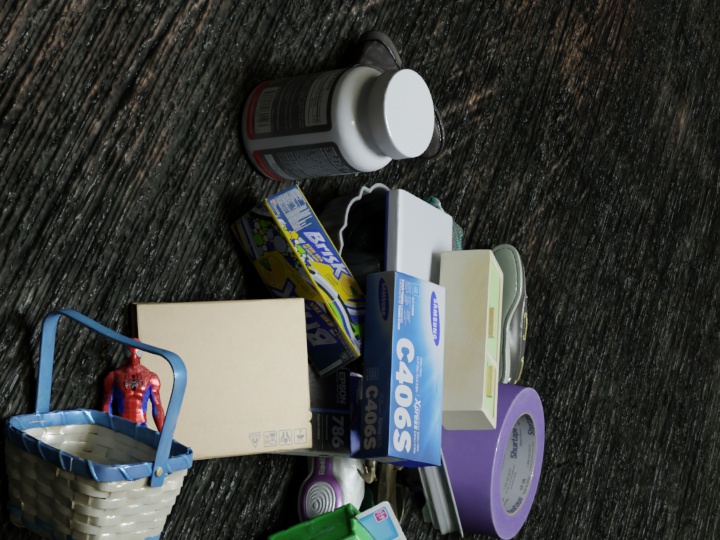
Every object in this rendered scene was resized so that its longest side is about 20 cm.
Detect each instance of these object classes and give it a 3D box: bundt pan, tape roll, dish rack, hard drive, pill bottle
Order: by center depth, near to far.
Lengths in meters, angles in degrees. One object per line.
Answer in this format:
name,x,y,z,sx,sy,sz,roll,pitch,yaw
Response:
pill bottle,-0.025,-0.164,1.618,0.115,0.198,0.117,4,85,-53
dish rack,0.074,0.216,1.730,0.200,0.043,0.173,-112,-172,-77
bundt pan,0.000,0.000,1.738,0.201,0.075,0.204,12,75,-56
hard drive,0.069,0.018,1.745,0.132,0.025,0.202,24,64,-54
tape roll,0.171,0.247,1.917,0.200,0.084,0.202,-26,120,-59

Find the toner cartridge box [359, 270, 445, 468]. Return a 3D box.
toner cartridge box,0.047,0.109,1.589,0.095,0.043,0.202,18,69,-49

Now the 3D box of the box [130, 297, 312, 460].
box,-0.143,0.113,1.528,0.198,0.021,0.165,-2,87,-31

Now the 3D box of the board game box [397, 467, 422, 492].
board game box,0.083,0.165,1.881,0.136,0.034,0.201,52,49,-38

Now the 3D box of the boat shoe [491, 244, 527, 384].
boat shoe,0.197,0.067,2.018,0.060,0.071,0.204,10,86,-57

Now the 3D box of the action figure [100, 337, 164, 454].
action figure,-0.226,0.168,1.441,0.065,0.052,0.202,0,85,-11

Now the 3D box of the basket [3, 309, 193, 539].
basket,-0.242,0.151,1.334,0.138,0.175,0.202,-8,113,-51

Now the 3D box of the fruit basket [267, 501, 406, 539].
fruit basket,-0.017,0.369,1.629,0.094,0.184,0.201,-102,170,-67

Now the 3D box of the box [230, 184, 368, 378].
box,-0.056,0.012,1.614,0.064,0.070,0.201,-29,87,-49

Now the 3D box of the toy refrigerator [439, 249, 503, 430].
toy refrigerator,0.131,0.082,1.732,0.076,0.069,0.202,54,37,-60

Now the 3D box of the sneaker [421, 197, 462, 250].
sneaker,0.106,0.009,1.866,0.091,0.077,0.202,29,56,-47

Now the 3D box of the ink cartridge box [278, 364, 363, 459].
ink cartridge box,-0.068,0.154,1.614,0.198,0.039,0.101,8,74,-34

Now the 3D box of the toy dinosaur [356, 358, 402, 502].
toy dinosaur,0.032,0.203,1.664,0.101,0.058,0.202,-60,146,-71

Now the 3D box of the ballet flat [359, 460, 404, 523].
ballet flat,0.023,0.249,1.768,0.062,0.067,0.202,-4,100,-37

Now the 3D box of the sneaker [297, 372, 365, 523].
sneaker,-0.029,0.221,1.715,0.100,0.074,0.202,55,43,-63

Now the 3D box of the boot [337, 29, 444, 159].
boot,0.027,-0.184,1.765,0.201,0.069,0.175,55,27,-22
